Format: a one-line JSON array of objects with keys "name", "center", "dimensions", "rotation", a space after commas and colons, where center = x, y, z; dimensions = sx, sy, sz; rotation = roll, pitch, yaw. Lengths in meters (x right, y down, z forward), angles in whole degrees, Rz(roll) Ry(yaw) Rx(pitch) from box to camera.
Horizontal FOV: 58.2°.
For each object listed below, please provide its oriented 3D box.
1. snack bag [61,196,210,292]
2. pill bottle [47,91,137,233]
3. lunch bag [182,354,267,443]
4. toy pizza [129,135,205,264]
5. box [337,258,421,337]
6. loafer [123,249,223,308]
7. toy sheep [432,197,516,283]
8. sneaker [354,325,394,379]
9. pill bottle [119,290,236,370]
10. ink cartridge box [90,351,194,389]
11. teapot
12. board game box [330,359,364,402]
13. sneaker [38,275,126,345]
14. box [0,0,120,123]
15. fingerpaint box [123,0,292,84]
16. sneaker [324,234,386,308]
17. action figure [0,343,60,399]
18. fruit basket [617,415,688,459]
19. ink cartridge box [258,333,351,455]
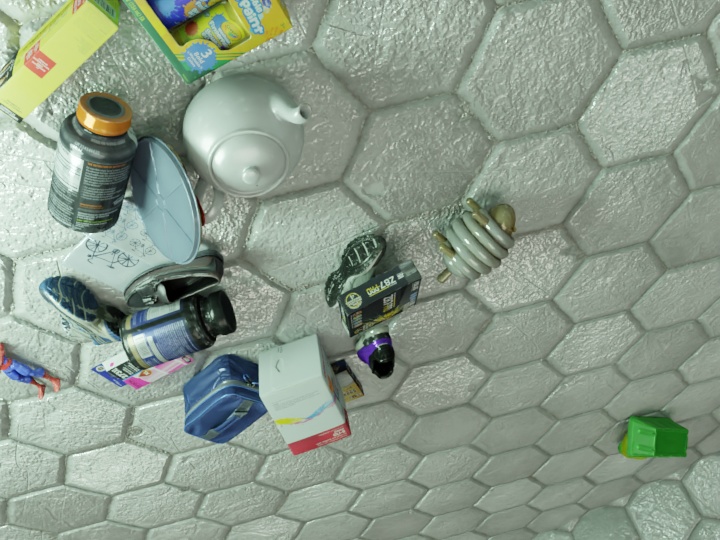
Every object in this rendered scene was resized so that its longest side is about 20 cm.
[{"name": "snack bag", "center": [-0.401, -0.027, 1.150], "dimensions": [0.200, 0.021, 0.188], "rotation": [-36, 135, 20]}, {"name": "pill bottle", "center": [-0.390, -0.159, 0.949], "dimensions": [0.106, 0.107, 0.200], "rotation": [10, 132, -27]}, {"name": "lunch bag", "center": [-0.296, 0.292, 1.443], "dimensions": [0.200, 0.133, 0.136], "rotation": [-40, 133, 25]}, {"name": "toy pizza", "center": [-0.292, -0.107, 0.989], "dimensions": [0.032, 0.200, 0.201], "rotation": [-24, 148, -38]}, {"name": "box", "center": [0.037, 0.060, 1.291], "dimensions": [0.161, 0.049, 0.200], "rotation": [-28, 163, -9]}, {"name": "loafer", "center": [-0.338, 0.026, 1.166], "dimensions": [0.199, 0.063, 0.072], "rotation": [-23, 139, 6]}, {"name": "toy sheep", "center": [0.218, -0.051, 1.245], "dimensions": [0.138, 0.138, 0.200], "rotation": [29, 118, -39]}, {"name": "sneaker", "center": [0.036, 0.198, 1.442], "dimensions": [0.069, 0.100, 0.200], "rotation": [-15, 160, -10]}, {"name": "pill bottle", "center": [-0.347, 0.109, 1.246], "dimensions": [0.199, 0.112, 0.112], "rotation": [-18, 138, 3]}, {"name": "ink cartridge box", "center": [-0.459, 0.197, 1.364], "dimensions": [0.199, 0.037, 0.095], "rotation": [-25, 137, 13]}, {"name": "teapot", "center": [-0.173, -0.179, 0.968], "dimensions": [0.196, 0.146, 0.200], "rotation": [-8, 139, -9]}, {"name": "board game box", "center": [-0.105, 0.298, 1.583], "dimensions": [0.199, 0.035, 0.136], "rotation": [-22, 138, 6]}, {"name": "sneaker", "center": [-0.523, 0.087, 1.195], "dimensions": [0.085, 0.077, 0.200], "rotation": [-23, 138, 13]}, {"name": "box", "center": [-0.396, -0.283, 0.839], "dimensions": [0.200, 0.075, 0.050], "rotation": [-32, 136, 18]}, {"name": "fingerpaint box", "center": [-0.207, -0.362, 0.813], "dimensions": [0.166, 0.074, 0.200], "rotation": [-25, 138, 9]}, {"name": "sneaker", "center": [0.000, 0.000, 1.279], "dimensions": [0.079, 0.074, 0.200], "rotation": [2, 142, -33]}, {"name": "action figure", "center": [-0.682, 0.211, 1.263], "dimensions": [0.065, 0.099, 0.200], "rotation": [-26, 135, 9]}, {"name": "fruit basket", "center": [0.952, 0.563, 2.159], "dimensions": [0.214, 0.156, 0.216], "rotation": [7, 176, 0]}, {"name": "ink cartridge box", "center": [-0.125, 0.273, 1.436], "dimensions": [0.144, 0.146, 0.201], "rotation": [-20, 124, 3]}]
